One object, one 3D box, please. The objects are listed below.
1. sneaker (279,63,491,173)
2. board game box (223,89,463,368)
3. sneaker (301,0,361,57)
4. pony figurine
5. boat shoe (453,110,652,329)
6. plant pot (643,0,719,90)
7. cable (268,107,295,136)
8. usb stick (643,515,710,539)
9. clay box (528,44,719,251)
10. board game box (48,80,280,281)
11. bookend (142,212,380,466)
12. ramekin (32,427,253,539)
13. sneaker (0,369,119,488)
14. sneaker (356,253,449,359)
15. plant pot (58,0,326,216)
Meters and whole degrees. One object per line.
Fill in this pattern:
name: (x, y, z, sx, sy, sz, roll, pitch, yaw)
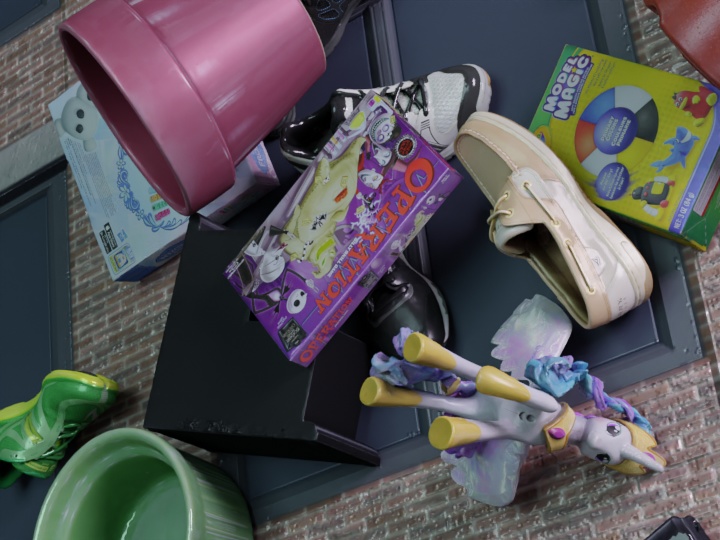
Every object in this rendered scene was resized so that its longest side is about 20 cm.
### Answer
sneaker: (0.018, -0.126, 1.354, 0.199, 0.087, 0.076, -25, 57, 29)
board game box: (-0.018, -0.035, 1.271, 0.200, 0.032, 0.120, -51, 55, 10)
sneaker: (-0.035, -0.264, 1.454, 0.200, 0.082, 0.074, -44, 53, 20)
pony figurine: (0.104, 0.100, 1.149, 0.193, 0.199, 0.168, 23, 96, 58)
boat shoe: (0.132, -0.038, 1.190, 0.069, 0.074, 0.200, -34, 67, -22)
plant pot: (0.310, -0.219, 1.083, 0.195, 0.200, 0.202, -47, 49, 26)
cable: (-0.132, -0.183, 1.546, 0.199, 0.050, 0.098, 16, 76, 30)
usb stick: (0.172, 0.252, 1.116, 0.200, 0.033, 0.056, -45, 57, 18)
clay box: (0.200, -0.101, 1.216, 0.199, 0.047, 0.116, 24, 90, 42)
board game box: (-0.194, -0.123, 1.523, 0.198, 0.043, 0.201, -31, 73, 30)
bookend: (-0.069, 0.055, 1.354, 0.197, 0.092, 0.202, -1, 71, 38)
ramekin: (-0.187, 0.246, 1.376, 0.199, 0.097, 0.202, -16, 64, 35)
sneaker: (-0.299, 0.157, 1.525, 0.199, 0.074, 0.084, -33, 52, 37)
sneaker: (0.000, 0.000, 1.319, 0.076, 0.087, 0.201, -44, 51, 18)
plant pot: (-0.136, -0.178, 1.376, 0.178, 0.201, 0.200, -36, 47, -13)
